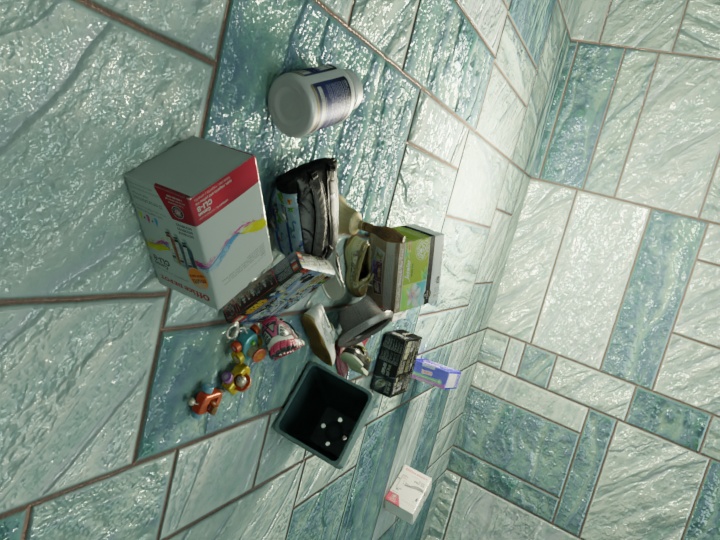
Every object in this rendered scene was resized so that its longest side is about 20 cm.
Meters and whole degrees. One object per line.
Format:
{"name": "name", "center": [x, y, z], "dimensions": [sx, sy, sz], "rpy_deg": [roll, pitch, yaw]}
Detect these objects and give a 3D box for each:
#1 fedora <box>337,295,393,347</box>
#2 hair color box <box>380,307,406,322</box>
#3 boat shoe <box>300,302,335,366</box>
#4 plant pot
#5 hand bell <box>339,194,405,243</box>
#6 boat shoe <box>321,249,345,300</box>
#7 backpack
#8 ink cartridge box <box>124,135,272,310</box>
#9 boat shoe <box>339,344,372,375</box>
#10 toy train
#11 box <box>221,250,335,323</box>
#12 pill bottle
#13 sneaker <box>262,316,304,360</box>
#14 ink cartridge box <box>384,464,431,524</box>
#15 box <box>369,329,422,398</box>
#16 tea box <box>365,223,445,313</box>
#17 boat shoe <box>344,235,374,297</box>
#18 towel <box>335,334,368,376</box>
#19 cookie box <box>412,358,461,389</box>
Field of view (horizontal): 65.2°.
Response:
{"name": "fedora", "center": [-0.001, 0.130, 1.531], "dimensions": [0.174, 0.092, 0.200], "rpy_deg": [-31, 167, 5]}
{"name": "hair color box", "center": [0.119, 0.050, 1.785], "dimensions": [0.110, 0.062, 0.207], "rpy_deg": [-8, 112, -61]}
{"name": "boat shoe", "center": [-0.091, 0.163, 1.426], "dimensions": [0.070, 0.069, 0.203], "rpy_deg": [-51, 146, -32]}
{"name": "plant pot", "center": [-0.082, 0.399, 1.477], "dimensions": [0.199, 0.192, 0.202], "rpy_deg": [-59, 160, -24]}
{"name": "hand bell", "center": [0.016, -0.101, 1.324], "dimensions": [0.104, 0.196, 0.107], "rpy_deg": [-41, 142, -43]}
{"name": "boat shoe", "center": [-0.082, -0.027, 1.334], "dimensions": [0.061, 0.072, 0.204], "rpy_deg": [-105, 176, -59]}
{"name": "backpack", "center": [-0.110, -0.109, 1.156], "dimensions": [0.163, 0.150, 0.206], "rpy_deg": [-40, 121, -50]}
{"name": "ink cartridge box", "center": [-0.243, -0.074, 0.881], "dimensions": [0.145, 0.142, 0.205], "rpy_deg": [-46, 144, -41]}
{"name": "boat shoe", "center": [-0.010, 0.244, 1.598], "dimensions": [0.202, 0.070, 0.062], "rpy_deg": [67, 44, -65]}
{"name": "toy train", "center": [-0.253, 0.204, 1.116], "dimensions": [0.204, 0.055, 0.150], "rpy_deg": [-64, 160, 5]}
{"name": "box", "center": [-0.160, 0.039, 1.109], "dimensions": [0.197, 0.041, 0.136], "rpy_deg": [-35, 162, 18]}
{"name": "pill bottle", "center": [-0.078, -0.332, 1.085], "dimensions": [0.199, 0.108, 0.114], "rpy_deg": [-37, 138, -49]}
{"name": "sneaker", "center": [-0.168, 0.144, 1.217], "dimensions": [0.079, 0.076, 0.200], "rpy_deg": [-24, 171, -9]}
{"name": "ink cartridge box", "center": [0.211, 0.981, 2.478], "dimensions": [0.200, 0.143, 0.085], "rpy_deg": [-45, 145, -44]}
{"name": "box", "center": [0.124, 0.317, 1.941], "dimensions": [0.163, 0.084, 0.206], "rpy_deg": [3, 104, -64]}
{"name": "tea box", "center": [0.127, -0.010, 1.611], "dimensions": [0.193, 0.132, 0.207], "rpy_deg": [-13, 114, -39]}
{"name": "boat shoe", "center": [0.000, 0.000, 1.512], "dimensions": [0.074, 0.061, 0.204], "rpy_deg": [-52, 149, -35]}
{"name": "towel", "center": [-0.015, 0.205, 1.663], "dimensions": [0.201, 0.022, 0.147], "rpy_deg": [-53, 150, -34]}
{"name": "cookie box", "center": [0.296, 0.413, 2.256], "dimensions": [0.199, 0.167, 0.078], "rpy_deg": [23, 84, -63]}
